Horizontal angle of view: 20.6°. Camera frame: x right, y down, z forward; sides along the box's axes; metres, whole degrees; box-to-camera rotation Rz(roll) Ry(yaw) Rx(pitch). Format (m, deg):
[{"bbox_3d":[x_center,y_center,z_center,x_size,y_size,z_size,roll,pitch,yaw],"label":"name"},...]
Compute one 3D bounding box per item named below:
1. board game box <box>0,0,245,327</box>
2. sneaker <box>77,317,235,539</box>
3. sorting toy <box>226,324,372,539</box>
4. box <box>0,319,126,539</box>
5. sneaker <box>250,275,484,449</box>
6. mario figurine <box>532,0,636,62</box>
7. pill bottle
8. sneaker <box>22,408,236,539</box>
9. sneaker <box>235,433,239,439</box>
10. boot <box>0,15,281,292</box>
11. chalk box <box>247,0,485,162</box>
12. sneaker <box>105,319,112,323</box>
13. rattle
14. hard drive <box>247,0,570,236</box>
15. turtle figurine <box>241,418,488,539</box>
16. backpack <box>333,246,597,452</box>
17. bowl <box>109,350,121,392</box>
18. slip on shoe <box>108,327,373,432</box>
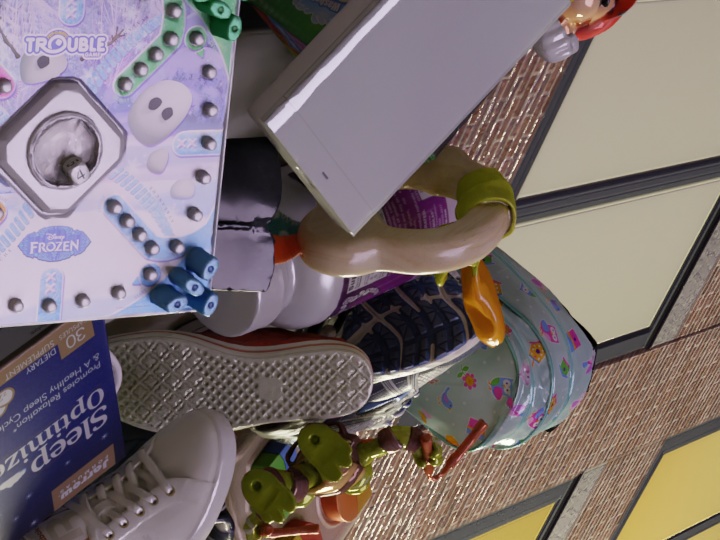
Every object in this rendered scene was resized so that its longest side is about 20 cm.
[{"bbox_3d":[-0.156,-0.063,1.049,0.200,0.026,0.200,-4,111,-32],"label":"board game box"},{"bbox_3d":[-0.115,0.124,1.395,0.202,0.146,0.077,-39,149,-26],"label":"sneaker"},{"bbox_3d":[-0.044,0.171,1.565,0.185,0.036,0.200,-52,142,-46],"label":"sorting toy"},{"bbox_3d":[-0.201,0.103,1.201,0.121,0.032,0.200,-38,152,-26],"label":"box"},{"bbox_3d":[0.012,0.072,1.462,0.200,0.077,0.085,-25,146,10],"label":"sneaker"},{"bbox_3d":[0.148,-0.219,1.422,0.200,0.106,0.123,4,118,-57],"label":"mario figurine"},{"bbox_3d":[-0.029,-0.024,1.378,0.200,0.112,0.112,-24,142,-41],"label":"pill bottle"},{"bbox_3d":[-0.161,0.167,1.276,0.200,0.073,0.085,-51,143,7],"label":"sneaker"},{"bbox_3d":[-0.095,0.168,1.563,0.201,0.067,0.108,-17,140,-44],"label":"sneaker"},{"bbox_3d":[-0.132,-0.069,1.112,0.200,0.066,0.165,5,108,-30],"label":"boot"},{"bbox_3d":[0.021,-0.162,1.275,0.200,0.124,0.125,-49,154,-3],"label":"chalk box"},{"bbox_3d":[-0.146,-0.057,1.187,0.074,0.089,0.200,-20,138,-44],"label":"sneaker"},{"bbox_3d":[0.000,0.000,1.300,0.200,0.130,0.143,-22,148,-27],"label":"rattle"},{"bbox_3d":[0.033,-0.128,1.177,0.200,0.026,0.132,-47,143,-6],"label":"hard drive"},{"bbox_3d":[-0.015,0.138,1.415,0.200,0.064,0.161,-24,167,12],"label":"turtle figurine"},{"bbox_3d":[0.080,0.055,1.548,0.127,0.200,0.167,-20,141,-46],"label":"backpack"},{"bbox_3d":[-0.257,0.091,1.210,0.200,0.075,0.200,-50,152,-2],"label":"bowl"},{"bbox_3d":[-0.092,0.071,1.361,0.200,0.061,0.074,-1,104,-8],"label":"slip on shoe"}]
